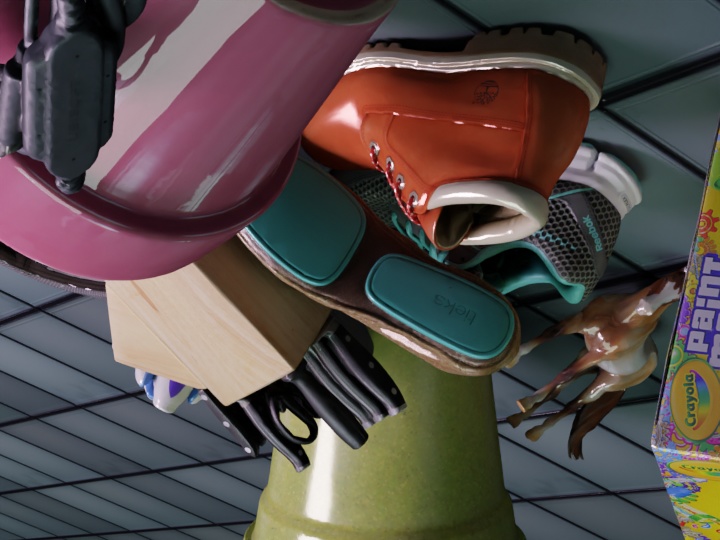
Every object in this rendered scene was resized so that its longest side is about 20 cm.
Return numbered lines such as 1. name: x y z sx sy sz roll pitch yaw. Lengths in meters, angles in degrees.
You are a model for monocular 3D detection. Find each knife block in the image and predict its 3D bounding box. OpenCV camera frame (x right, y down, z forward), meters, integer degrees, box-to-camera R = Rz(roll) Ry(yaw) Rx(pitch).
1. knife block: -0.058 0.023 0.942 0.175 0.064 0.201 15 133 16

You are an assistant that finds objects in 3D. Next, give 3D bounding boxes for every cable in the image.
1. cable: -0.140 -0.131 0.586 0.163 0.051 0.200 45 149 24

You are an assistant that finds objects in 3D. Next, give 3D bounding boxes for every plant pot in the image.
1. plant pot: -0.083 -0.119 0.717 0.199 0.201 0.179 28 140 -27
2. plant pot: 0.018 0.104 1.113 0.199 0.185 0.200 0 -169 0

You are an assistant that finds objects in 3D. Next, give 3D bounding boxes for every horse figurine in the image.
1. horse figurine: 0.159 0.061 1.086 0.050 0.132 0.200 55 173 25

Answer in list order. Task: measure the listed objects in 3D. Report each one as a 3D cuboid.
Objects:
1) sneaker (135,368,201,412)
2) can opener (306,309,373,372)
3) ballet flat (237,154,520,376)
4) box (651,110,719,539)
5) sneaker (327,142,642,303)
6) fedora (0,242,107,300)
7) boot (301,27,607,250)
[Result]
1. sneaker: -0.095 0.029 1.112 0.080 0.147 0.200 25 157 -21
2. can opener: -0.040 -0.022 0.981 0.052 0.067 0.201 -6 123 24
3. ballet flat: 0.000 0.000 0.911 0.199 0.068 0.072 30 162 7
4. box: 0.235 0.039 0.825 0.121 0.201 0.193 8 158 22
5. sneaker: 0.059 -0.027 0.941 0.199 0.092 0.078 4 154 30
6. fedora: -0.192 -0.050 1.070 0.176 0.091 0.200 22 164 -9
7. boot: 0.030 -0.062 0.861 0.199 0.108 0.075 -3 154 44
